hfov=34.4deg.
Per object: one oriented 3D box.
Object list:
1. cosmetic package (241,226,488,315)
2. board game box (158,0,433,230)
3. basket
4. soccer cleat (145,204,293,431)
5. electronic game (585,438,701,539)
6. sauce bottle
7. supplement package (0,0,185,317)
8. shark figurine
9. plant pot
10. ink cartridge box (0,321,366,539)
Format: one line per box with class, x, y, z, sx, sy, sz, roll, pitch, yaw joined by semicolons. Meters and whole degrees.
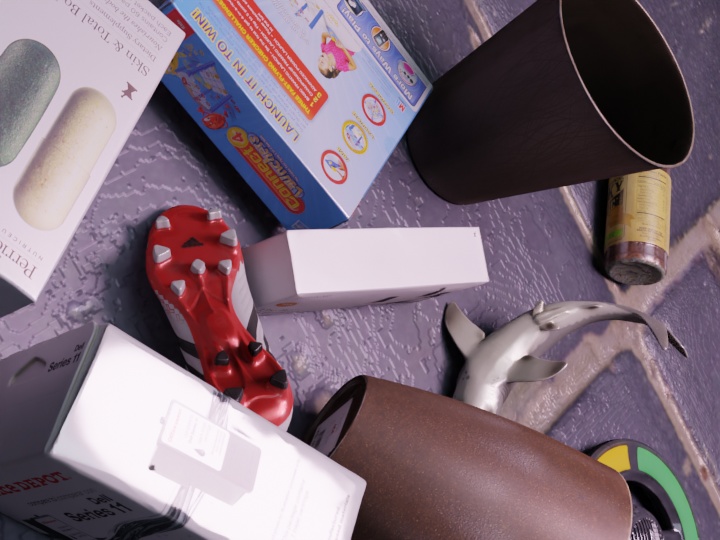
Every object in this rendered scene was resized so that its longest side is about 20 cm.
cosmetic package;0.000;0.000;0.883;0.200;0.083;0.051;-3;78;-43
board game box;-0.051;-0.158;0.889;0.200;0.056;0.196;51;42;-18
basket;0.148;-0.134;0.980;0.180;0.200;0.136;48;50;-20
soccer cleat;-0.098;0.040;0.778;0.069;0.085;0.200;-14;52;-21
electronic game;0.251;0.253;1.058;0.200;0.042;0.200;16;65;-39
sauce bottle;0.285;-0.084;1.188;0.065;0.065;0.200;29;57;-33
supplement package;-0.230;-0.086;0.650;0.152;0.151;0.200;40;53;-27
shark figurine;0.160;0.070;0.997;0.090;0.214;0.128;69;-5;-57
plant pot;0.055;0.168;0.831;0.200;0.187;0.187;35;54;-12
ink cartridge box;-0.121;0.124;0.686;0.200;0.147;0.083;36;55;-27
